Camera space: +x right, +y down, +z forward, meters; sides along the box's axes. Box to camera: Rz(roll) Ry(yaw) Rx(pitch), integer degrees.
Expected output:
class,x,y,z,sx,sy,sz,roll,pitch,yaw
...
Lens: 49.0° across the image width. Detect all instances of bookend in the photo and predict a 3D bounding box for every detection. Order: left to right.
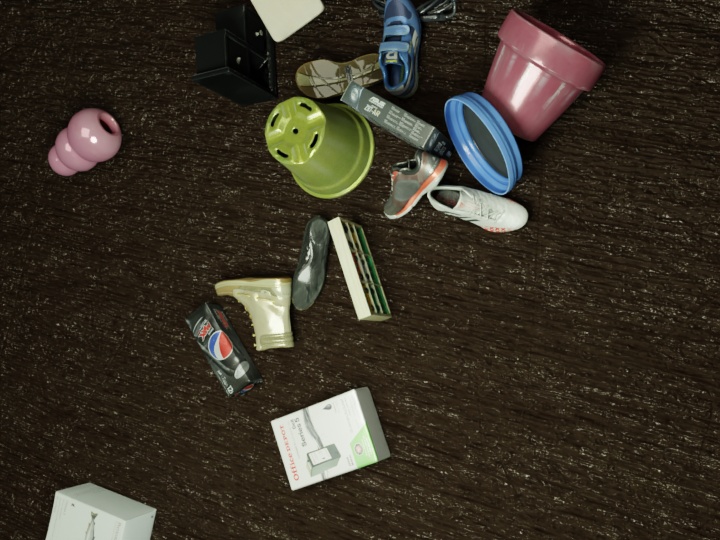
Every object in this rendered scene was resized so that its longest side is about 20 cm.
class,x,y,z,sx,sy,sz,roll,pitch,yaw
bookend,-0.265,-0.474,1.662,0.091,0.198,0.203,-7,83,23

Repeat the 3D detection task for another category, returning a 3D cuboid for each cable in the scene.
class,x,y,z,sx,sy,sz,roll,pitch,yaw
cable,0.110,-0.583,1.601,0.198,0.051,0.166,4,89,23

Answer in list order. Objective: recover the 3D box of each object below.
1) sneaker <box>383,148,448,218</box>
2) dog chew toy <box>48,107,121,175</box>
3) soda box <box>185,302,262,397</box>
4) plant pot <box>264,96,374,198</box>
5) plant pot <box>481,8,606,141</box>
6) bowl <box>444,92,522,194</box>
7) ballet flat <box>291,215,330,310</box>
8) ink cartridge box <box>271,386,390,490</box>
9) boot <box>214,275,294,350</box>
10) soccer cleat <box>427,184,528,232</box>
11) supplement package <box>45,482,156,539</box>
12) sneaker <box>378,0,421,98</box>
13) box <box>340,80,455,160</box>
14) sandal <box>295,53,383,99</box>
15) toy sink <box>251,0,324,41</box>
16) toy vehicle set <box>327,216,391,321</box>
class,x,y,z,sx,sy,sz,roll,pitch,yaw
sneaker,0.089,-0.174,1.520,0.082,0.078,0.200,35,142,-11
dog chew toy,-0.653,-0.290,1.850,0.199,0.124,0.126,-30,75,25
soda box,-0.292,0.169,1.690,0.063,0.071,0.201,-36,74,12
plant pot,-0.094,-0.259,1.585,0.198,0.184,0.203,-2,85,21
plant pot,0.312,-0.345,1.437,0.200,0.199,0.180,40,115,19
bowl,0.227,-0.236,1.454,0.039,0.201,0.202,-33,73,-9
ballet flat,-0.100,-0.015,1.650,0.066,0.057,0.203,14,96,-5
ink cartridge box,-0.061,0.336,1.578,0.198,0.084,0.147,-24,78,18
boot,-0.223,0.091,1.670,0.198,0.073,0.158,-3,94,31
soccer cleat,0.219,-0.121,1.502,0.198,0.085,0.069,19,93,22
supplement package,-0.572,0.564,1.746,0.198,0.117,0.119,12,90,22
sneaker,0.076,-0.444,1.565,0.073,0.082,0.203,1,104,27
box,0.075,-0.284,1.533,0.199,0.160,0.044,34,98,21
sandal,-0.036,-0.402,1.649,0.197,0.054,0.081,-10,88,6
toy sink,-0.162,-0.600,1.666,0.130,0.112,0.201,-30,95,18
toy vehicle set,0.000,0.000,1.559,0.026,0.124,0.202,-22,79,18
